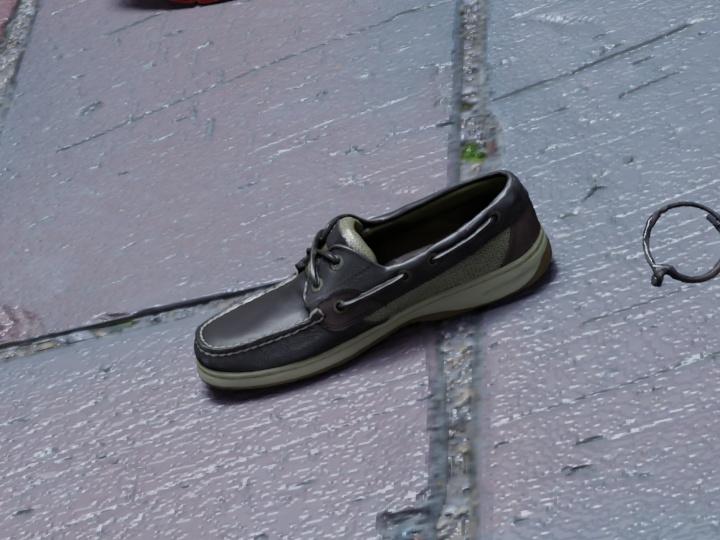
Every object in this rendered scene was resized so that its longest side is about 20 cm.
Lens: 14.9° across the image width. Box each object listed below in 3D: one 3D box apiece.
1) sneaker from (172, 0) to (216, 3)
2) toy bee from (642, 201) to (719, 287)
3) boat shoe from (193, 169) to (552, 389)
[{"bbox_3d":[-0.078,-0.240,1.899,0.198,0.079,0.116,5,27,15],"label":"sneaker"},{"bbox_3d":[0.210,0.066,1.204,0.130,0.109,0.201,-17,54,-12],"label":"toy bee"},{"bbox_3d":[0.000,0.000,1.445,0.199,0.065,0.073,-23,31,-4],"label":"boat shoe"}]
